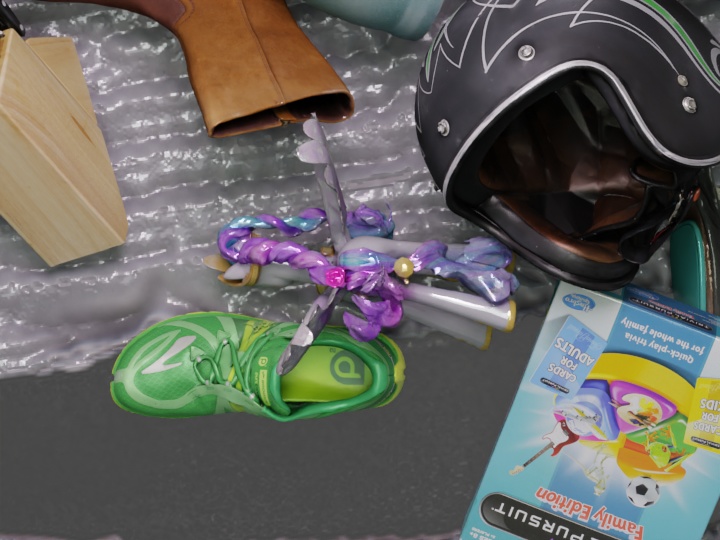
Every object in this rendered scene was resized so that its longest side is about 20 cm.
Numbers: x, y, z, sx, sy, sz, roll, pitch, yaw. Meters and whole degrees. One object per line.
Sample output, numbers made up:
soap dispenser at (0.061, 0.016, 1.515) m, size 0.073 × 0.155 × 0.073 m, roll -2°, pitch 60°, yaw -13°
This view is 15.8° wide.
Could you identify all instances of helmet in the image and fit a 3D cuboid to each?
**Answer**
helmet at (0.133, -0.103, 1.639) m, size 0.191 × 0.200 × 0.200 m, roll 34°, pitch 92°, yaw 0°

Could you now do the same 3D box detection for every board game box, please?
board game box at (0.170, 0.113, 1.724) m, size 0.151 × 0.047 × 0.200 m, roll 20°, pitch 109°, yaw 2°

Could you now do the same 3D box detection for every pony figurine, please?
pony figurine at (0.000, 0.000, 1.686) m, size 0.200 × 0.193 × 0.167 m, roll 10°, pitch 81°, yaw -5°

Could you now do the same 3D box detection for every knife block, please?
knife block at (-0.243, -0.097, 1.701) m, size 0.064 × 0.176 × 0.200 m, roll -17°, pitch 90°, yaw 25°

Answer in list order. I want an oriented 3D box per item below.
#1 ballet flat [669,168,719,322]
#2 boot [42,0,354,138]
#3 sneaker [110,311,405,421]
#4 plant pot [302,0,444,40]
ballet flat at (0.234, -0.041, 1.743) m, size 0.068 × 0.068 × 0.200 m, roll -13°, pitch 90°, yaw -11°
boot at (-0.123, -0.153, 1.690) m, size 0.188 × 0.069 × 0.200 m, roll -5°, pitch 50°, yaw -25°
sneaker at (-0.070, 0.064, 1.745) m, size 0.200 × 0.084 × 0.074 m, roll -3°, pitch 91°, yaw 3°
plant pot at (-0.014, -0.255, 1.669) m, size 0.134 × 0.200 × 0.201 m, roll 7°, pitch 91°, yaw -13°
